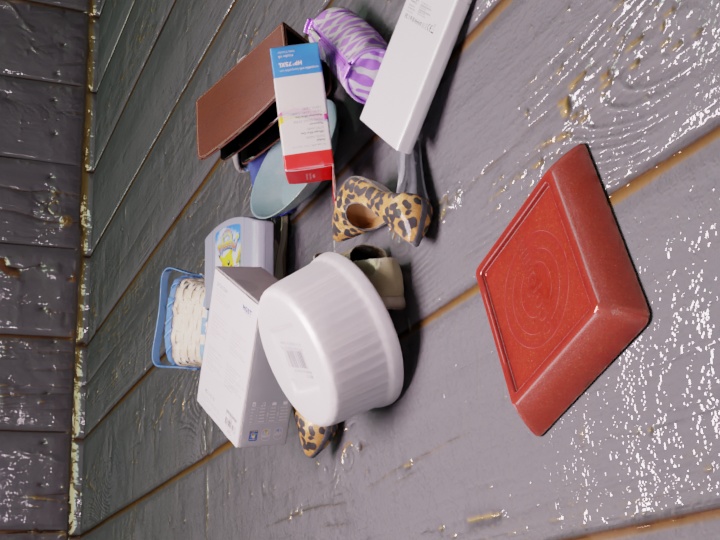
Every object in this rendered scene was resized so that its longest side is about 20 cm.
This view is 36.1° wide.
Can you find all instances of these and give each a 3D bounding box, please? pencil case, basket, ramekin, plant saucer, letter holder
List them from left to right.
[{"bbox_3d":[-0.289,0.092,1.931,0.198,0.138,0.180,8,92,36],"label":"basket"},{"bbox_3d":[-0.143,-0.237,1.632,0.199,0.100,0.144,-35,42,28],"label":"letter holder"},{"bbox_3d":[-0.141,-0.176,1.753,0.077,0.087,0.203,-20,57,15],"label":"pencil case"},{"bbox_3d":[-0.086,-0.155,1.613,0.200,0.038,0.203,-40,33,32],"label":"plant saucer"},{"bbox_3d":[-0.043,0.089,1.336,0.200,0.097,0.203,42,144,40],"label":"ramekin"},{"bbox_3d":[-0.011,-0.289,1.465,0.085,0.084,0.200,-63,30,18],"label":"pencil case"},{"bbox_3d":[0.172,0.018,1.027,0.201,0.036,0.202,121,147,-46],"label":"plant saucer"}]

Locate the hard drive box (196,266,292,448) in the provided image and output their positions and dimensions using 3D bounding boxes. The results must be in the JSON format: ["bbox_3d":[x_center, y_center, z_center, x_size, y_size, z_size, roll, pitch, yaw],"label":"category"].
[{"bbox_3d":[-0.150,0.114,1.498,0.155,0.076,0.203,34,118,54],"label":"hard drive box"}]

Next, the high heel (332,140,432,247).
[{"bbox_3d":[0.017,-0.052,1.353,0.200,0.071,0.144,-45,38,44],"label":"high heel"}]

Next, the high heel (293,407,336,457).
[{"bbox_3d":[-0.091,0.167,1.537,0.199,0.071,0.145,19,96,57],"label":"high heel"}]

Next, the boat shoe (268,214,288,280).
[{"bbox_3d":[-0.155,-0.039,1.767,0.072,0.064,0.204,157,116,-63],"label":"boat shoe"}]

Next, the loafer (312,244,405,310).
[{"bbox_3d":[0.000,0.000,1.394,0.199,0.075,0.070,21,103,57],"label":"loafer"}]

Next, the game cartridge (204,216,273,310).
[{"bbox_3d":[-0.195,-0.014,1.735,0.199,0.040,0.136,-16,69,57],"label":"game cartridge"}]

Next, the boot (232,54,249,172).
[{"bbox_3d":[-0.189,-0.267,1.911,0.202,0.072,0.096,106,150,-42],"label":"boot"}]

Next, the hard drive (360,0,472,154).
[{"bbox_3d":[0.066,-0.254,1.315,0.203,0.026,0.132,-67,27,15],"label":"hard drive"}]

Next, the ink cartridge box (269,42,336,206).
[{"bbox_3d":[-0.073,-0.185,1.460,0.116,0.066,0.204,102,161,-86],"label":"ink cartridge box"}]
